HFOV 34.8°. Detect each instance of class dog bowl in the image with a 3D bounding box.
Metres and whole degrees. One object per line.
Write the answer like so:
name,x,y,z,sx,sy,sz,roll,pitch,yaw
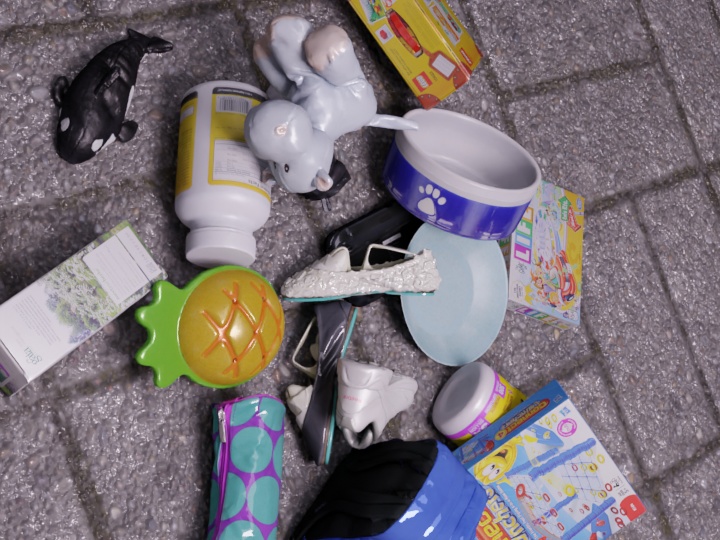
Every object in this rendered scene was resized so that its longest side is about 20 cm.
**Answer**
dog bowl,0.131,-0.128,1.505,0.198,0.079,0.201,18,31,-11

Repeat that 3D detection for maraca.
maraca,-0.165,0.064,1.277,0.199,0.106,0.139,-4,94,-44

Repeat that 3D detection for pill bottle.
pill bottle,0.195,0.213,1.484,0.199,0.104,0.105,38,57,-19
pill bottle,-0.159,-0.109,1.341,0.111,0.112,0.203,12,69,-31

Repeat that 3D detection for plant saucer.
plant saucer,0.114,0.023,1.515,0.199,0.038,0.204,2,87,-41

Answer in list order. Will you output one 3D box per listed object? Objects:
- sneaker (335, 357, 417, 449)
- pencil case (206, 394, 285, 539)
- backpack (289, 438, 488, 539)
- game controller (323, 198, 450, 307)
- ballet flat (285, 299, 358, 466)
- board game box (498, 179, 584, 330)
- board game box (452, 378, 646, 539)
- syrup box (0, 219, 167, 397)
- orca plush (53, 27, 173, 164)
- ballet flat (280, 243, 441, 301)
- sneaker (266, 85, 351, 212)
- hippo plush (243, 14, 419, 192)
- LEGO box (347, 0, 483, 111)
sneaker,0.009,0.161,1.361,0.200,0.077,0.101,29,75,-68
pencil case,-0.131,0.241,1.263,0.092,0.084,0.202,23,62,-44
backpack,0.053,0.281,1.305,0.168,0.199,0.163,42,55,-16
game controller,0.039,-0.031,1.504,0.199,0.042,0.105,-28,106,-37
ballet flat,-0.053,0.130,1.372,0.072,0.073,0.202,20,70,-28
board game box,0.258,-0.030,1.650,0.133,0.034,0.202,18,65,-28
board game box,0.219,0.271,1.422,0.195,0.056,0.201,-36,110,5
syrup box,-0.307,0.038,1.210,0.200,0.081,0.079,-41,97,-36
orca plush,-0.277,-0.210,1.318,0.105,0.071,0.200,49,54,-11
ballet flat,0.000,0.000,1.404,0.197,0.072,0.073,-2,74,-7
sneaker,-0.066,-0.162,1.449,0.202,0.075,0.114,-95,159,-43
hippo plush,-0.070,-0.171,1.302,0.162,0.158,0.200,-59,137,-17
LEGO box,0.073,-0.334,1.557,0.201,0.077,0.149,53,23,-9
